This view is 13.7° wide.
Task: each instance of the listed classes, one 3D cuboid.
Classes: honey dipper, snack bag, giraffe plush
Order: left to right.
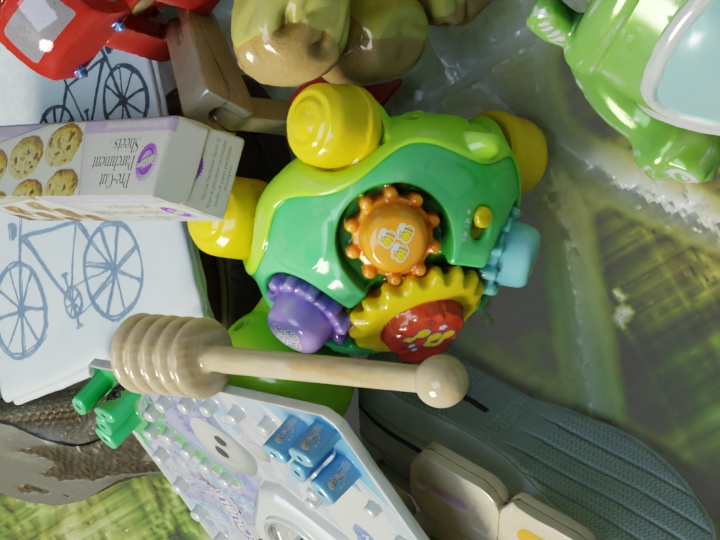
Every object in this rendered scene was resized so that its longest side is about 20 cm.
[{"bbox_3d":[-0.143,-0.047,1.489,0.189,0.021,0.200,-24,74,50],"label":"snack bag"},{"bbox_3d":[-0.039,-0.194,1.350,0.162,0.172,0.200,19,107,37],"label":"giraffe plush"},{"bbox_3d":[-0.029,0.042,1.303,0.200,0.038,0.038,4,106,43],"label":"honey dipper"}]

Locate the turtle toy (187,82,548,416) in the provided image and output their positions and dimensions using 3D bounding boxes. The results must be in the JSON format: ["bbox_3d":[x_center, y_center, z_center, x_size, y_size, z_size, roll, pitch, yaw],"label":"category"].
[{"bbox_3d":[0.000,0.000,1.364,0.200,0.146,0.101,-41,58,36],"label":"turtle toy"}]

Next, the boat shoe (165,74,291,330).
[{"bbox_3d":[-0.066,0.006,1.470,0.068,0.072,0.200,-10,91,42],"label":"boat shoe"}]

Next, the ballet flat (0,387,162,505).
[{"bbox_3d":[-0.136,0.081,1.553,0.200,0.046,0.067,-10,129,40],"label":"ballet flat"}]

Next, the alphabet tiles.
[{"bbox_3d":[0.066,0.167,1.409,0.196,0.015,0.200,28,143,24],"label":"alphabet tiles"}]

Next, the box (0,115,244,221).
[{"bbox_3d":[-0.122,-0.046,1.390,0.200,0.039,0.041,3,77,58],"label":"box"}]

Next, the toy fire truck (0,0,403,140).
[{"bbox_3d":[-0.079,-0.103,1.361,0.141,0.200,0.049,48,117,13],"label":"toy fire truck"}]

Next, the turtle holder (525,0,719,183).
[{"bbox_3d":[0.151,-0.110,1.253,0.132,0.141,0.186,32,111,2],"label":"turtle holder"}]

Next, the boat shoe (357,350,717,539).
[{"bbox_3d":[0.082,0.103,1.408,0.200,0.074,0.067,34,134,31],"label":"boat shoe"}]

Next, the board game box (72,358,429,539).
[{"bbox_3d":[-0.029,0.131,1.409,0.200,0.026,0.200,8,139,52],"label":"board game box"}]
